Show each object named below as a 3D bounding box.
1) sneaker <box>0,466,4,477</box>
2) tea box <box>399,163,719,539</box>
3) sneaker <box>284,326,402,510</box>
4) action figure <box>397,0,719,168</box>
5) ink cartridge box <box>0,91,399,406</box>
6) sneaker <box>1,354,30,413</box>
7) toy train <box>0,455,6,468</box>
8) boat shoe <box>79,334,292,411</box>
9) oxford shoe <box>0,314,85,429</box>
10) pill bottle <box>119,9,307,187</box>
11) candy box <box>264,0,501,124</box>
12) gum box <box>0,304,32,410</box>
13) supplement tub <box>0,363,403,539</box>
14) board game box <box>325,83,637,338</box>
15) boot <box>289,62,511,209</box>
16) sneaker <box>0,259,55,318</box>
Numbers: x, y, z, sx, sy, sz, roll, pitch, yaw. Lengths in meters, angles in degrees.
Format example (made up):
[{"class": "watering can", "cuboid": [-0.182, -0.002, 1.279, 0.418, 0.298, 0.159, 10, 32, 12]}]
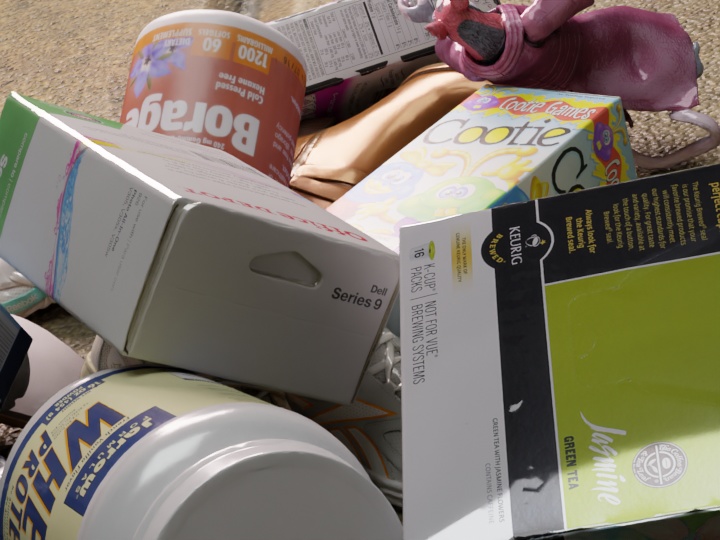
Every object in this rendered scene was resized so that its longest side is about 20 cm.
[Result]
[{"class": "sneaker", "cuboid": [-0.161, 0.133, 1.067, 0.082, 0.075, 0.200, -4, 29, 26]}, {"class": "tea box", "cuboid": [0.125, 0.073, 0.915, 0.196, 0.134, 0.200, -11, 44, 12]}, {"class": "sneaker", "cuboid": [0.009, 0.063, 1.089, 0.200, 0.092, 0.076, 11, 37, 40]}, {"class": "action figure", "cuboid": [0.113, -0.133, 1.297, 0.200, 0.149, 0.134, 3, -23, -43]}, {"class": "ink cartridge box", "cuboid": [-0.094, -0.013, 1.060, 0.145, 0.088, 0.200, 14, 8, -38]}, {"class": "sneaker", "cuboid": [-0.295, 0.065, 1.181, 0.199, 0.073, 0.082, -18, -16, 15]}, {"class": "toy train", "cuboid": [-0.288, 0.143, 1.118, 0.199, 0.085, 0.114, -7, 38, 17]}, {"class": "boat shoe", "cuboid": [-0.074, 0.075, 1.090, 0.072, 0.065, 0.200, -7, 32, -46]}, {"class": "oxford shoe", "cuboid": [-0.241, 0.067, 1.256, 0.199, 0.071, 0.071, 17, 40, 23]}, {"class": "pill bottle", "cuboid": [-0.100, -0.050, 1.262, 0.112, 0.112, 0.201, -3, 64, 24]}, {"class": "candy box", "cuboid": [-0.001, -0.148, 1.457, 0.199, 0.061, 0.136, -18, -10, -5]}, {"class": "gum box", "cuboid": [-0.282, 0.092, 1.029, 0.199, 0.045, 0.170, -1, 53, 32]}, {"class": "supplement tub", "cuboid": [-0.073, 0.124, 0.921, 0.145, 0.145, 0.200, -27, 15, -20]}, {"class": "board game box", "cuboid": [0.067, -0.016, 1.193, 0.103, 0.105, 0.200, 10, 37, 40]}, {"class": "boot", "cuboid": [0.006, -0.066, 1.349, 0.199, 0.077, 0.155, -8, 26, 22]}, {"class": "sneaker", "cuboid": [-0.202, -0.001, 1.369, 0.200, 0.075, 0.089, 1, 44, 41]}]
